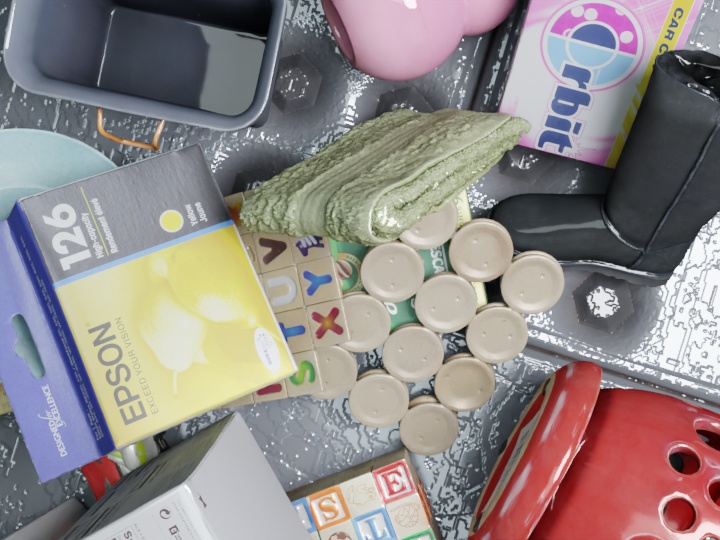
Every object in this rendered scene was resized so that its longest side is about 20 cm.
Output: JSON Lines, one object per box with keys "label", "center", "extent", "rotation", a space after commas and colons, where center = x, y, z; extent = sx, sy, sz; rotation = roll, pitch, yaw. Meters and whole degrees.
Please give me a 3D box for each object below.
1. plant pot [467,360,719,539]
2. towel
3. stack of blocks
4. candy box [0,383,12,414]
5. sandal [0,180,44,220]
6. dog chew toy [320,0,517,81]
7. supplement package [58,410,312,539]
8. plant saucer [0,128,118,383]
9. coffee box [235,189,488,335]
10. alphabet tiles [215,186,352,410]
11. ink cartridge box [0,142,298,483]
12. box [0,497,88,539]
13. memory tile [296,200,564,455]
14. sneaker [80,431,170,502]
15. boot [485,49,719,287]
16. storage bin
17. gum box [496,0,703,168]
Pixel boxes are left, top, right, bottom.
{"label": "plant pot", "center": [0.189, 0.177, 0.677], "extent": [0.182, 0.200, 0.201], "rotation": [29, 91, 6]}
{"label": "towel", "center": [0.019, -0.076, 0.685], "extent": [0.148, 0.200, 0.037], "rotation": [7, 123, 41]}
{"label": "stack of blocks", "center": [-0.034, 0.237, 0.760], "extent": [0.199, 0.059, 0.116], "rotation": [-22, 88, 3]}
{"label": "candy box", "center": [-0.382, 0.081, 0.776], "extent": [0.199, 0.055, 0.116], "rotation": [-17, 102, 4]}
{"label": "sandal", "center": [-0.275, -0.029, 0.778], "extent": [0.079, 0.059, 0.208], "rotation": [-30, 88, 3]}
{"label": "dog chew toy", "center": [0.070, -0.233, 0.730], "extent": [0.199, 0.125, 0.125], "rotation": [-26, 88, -4]}
{"label": "supplement package", "center": [-0.105, 0.207, 0.631], "extent": [0.110, 0.200, 0.156], "rotation": [-30, 92, 3]}
{"label": "plant saucer", "center": [-0.261, -0.010, 0.724], "extent": [0.199, 0.039, 0.203], "rotation": [4, 74, -13]}
{"label": "coffee box", "center": [0.000, 0.000, 0.766], "extent": [0.198, 0.044, 0.124], "rotation": [-9, 90, 4]}
{"label": "alphabet tiles", "center": [-0.103, 0.026, 0.753], "extent": [0.199, 0.006, 0.168], "rotation": [-13, 89, 28]}
{"label": "ink cartridge box", "center": [-0.175, 0.025, 0.694], "extent": [0.199, 0.047, 0.199], "rotation": [-22, 83, -22]}
{"label": "box", "center": [-0.224, 0.303, 0.702], "extent": [0.199, 0.200, 0.131], "rotation": [42, 92, 3]}
{"label": "memory tile", "center": [0.053, 0.044, 0.733], "extent": [0.153, 0.017, 0.201], "rotation": [29, 108, -12]}
{"label": "sneaker", "center": [-0.212, 0.127, 0.765], "extent": [0.084, 0.077, 0.202], "rotation": [-12, 91, 16]}
{"label": "boot", "center": [0.191, -0.073, 0.677], "extent": [0.164, 0.200, 0.066], "rotation": [9, 59, -3]}
{"label": "storage bin", "center": [-0.152, -0.165, 0.734], "extent": [0.198, 0.134, 0.147], "rotation": [11, 90, 5]}
{"label": "gum box", "center": [0.177, -0.174, 0.696], "extent": [0.113, 0.066, 0.201], "rotation": [16, 132, 5]}
